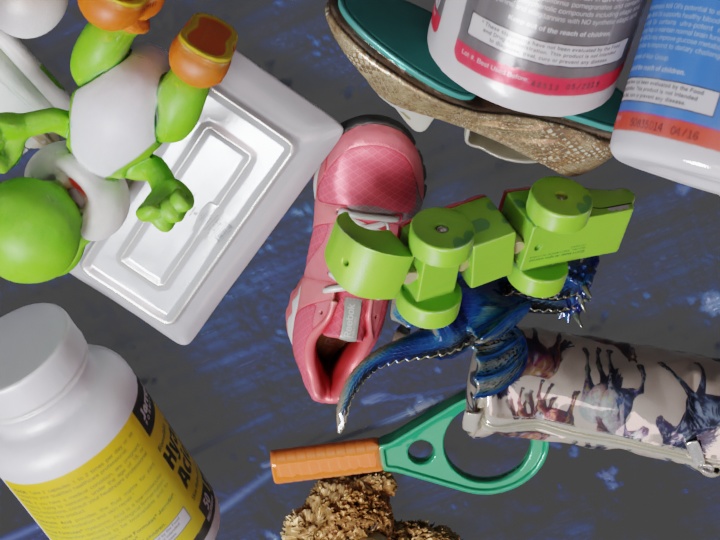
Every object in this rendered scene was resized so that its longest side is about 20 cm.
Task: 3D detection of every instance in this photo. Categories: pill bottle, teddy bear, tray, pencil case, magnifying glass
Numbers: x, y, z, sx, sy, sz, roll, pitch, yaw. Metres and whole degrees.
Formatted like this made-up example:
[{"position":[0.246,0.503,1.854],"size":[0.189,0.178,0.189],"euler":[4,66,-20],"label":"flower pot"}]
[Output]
[{"position":[0.208,-0.141,0.753],"size":[0.111,0.112,0.201],"euler":[15,93,-14],"label":"pill bottle"},{"position":[0.008,0.241,1.106],"size":[0.144,0.067,0.201],"euler":[1,128,-6],"label":"teddy bear"},{"position":[-0.183,0.121,0.977],"size":[0.111,0.112,0.201],"euler":[-19,127,12],"label":"pill bottle"},{"position":[-0.106,-0.042,0.896],"size":[0.107,0.022,0.200],"euler":[33,121,-9],"label":"tray"},{"position":[0.108,-0.191,0.751],"size":[0.110,0.111,0.201],"euler":[8,127,-9],"label":"pill bottle"},{"position":[0.162,0.088,0.982],"size":[0.198,0.090,0.078],"euler":[10,127,-9],"label":"pencil case"},{"position":[0.035,0.128,1.040],"size":[0.198,0.022,0.080],"euler":[-8,111,2],"label":"magnifying glass"}]

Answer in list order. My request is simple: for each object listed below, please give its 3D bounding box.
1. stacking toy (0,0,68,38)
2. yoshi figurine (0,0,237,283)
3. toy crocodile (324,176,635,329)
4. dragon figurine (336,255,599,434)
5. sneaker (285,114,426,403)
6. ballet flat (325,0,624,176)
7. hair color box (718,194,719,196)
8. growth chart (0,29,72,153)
[{"position":[-0.169,-0.191,0.745],"size":[0.145,0.147,0.201],"euler":[10,142,-10],"label":"stacking toy"},{"position":[-0.154,-0.063,0.815],"size":[0.111,0.113,0.200],"euler":[5,133,-40],"label":"yoshi figurine"},{"position":[0.075,-0.019,0.870],"size":[0.199,0.062,0.068],"euler":[-14,138,-21],"label":"toy crocodile"},{"position":[0.072,0.037,0.907],"size":[0.099,0.200,0.059],"euler":[26,137,26],"label":"dragon figurine"},{"position":[0.000,0.000,0.908],"size":[0.073,0.087,0.201],"euler":[7,126,-8],"label":"sneaker"},{"position":[0.063,-0.100,0.850],"size":[0.199,0.071,0.065],"euler":[21,138,-14],"label":"ballet flat"},{"position":[0.281,-0.116,0.840],"size":[0.199,0.064,0.111],"euler":[-35,113,21],"label":"hair color box"},{"position":[-0.275,-0.092,0.869],"size":[0.199,0.018,0.145],"euler":[-24,124,15],"label":"growth chart"}]
